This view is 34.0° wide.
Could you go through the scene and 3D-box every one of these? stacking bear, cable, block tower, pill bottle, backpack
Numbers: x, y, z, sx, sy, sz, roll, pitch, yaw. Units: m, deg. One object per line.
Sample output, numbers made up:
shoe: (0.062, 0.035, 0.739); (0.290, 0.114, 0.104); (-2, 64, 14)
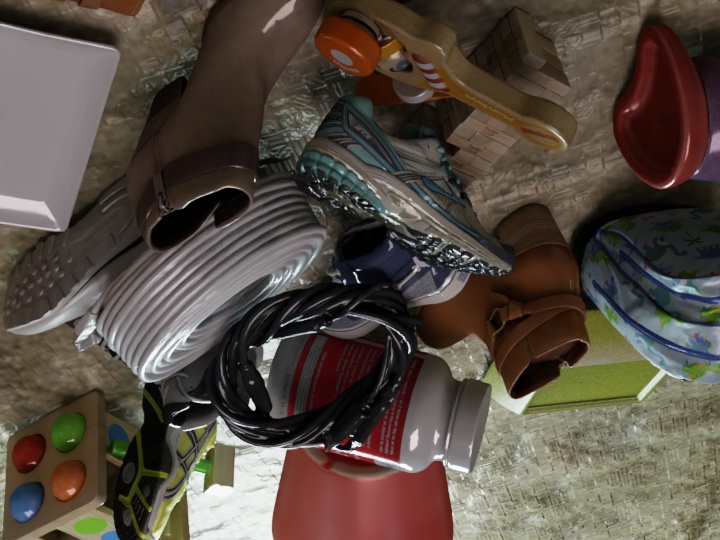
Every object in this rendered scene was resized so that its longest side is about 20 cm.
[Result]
stacking bear: (0.322, -0.129, 0.940); (0.198, 0.115, 0.122); (-7, 142, -13)
cable: (-0.038, 0.074, 0.992); (0.162, 0.051, 0.201); (20, 125, -17)
cable: (-0.117, 0.006, 0.943); (0.199, 0.069, 0.200); (-29, 168, -47)
block tower: (0.081, -0.112, 0.937); (0.057, 0.054, 0.200); (18, 133, -33)
pill bottle: (0.018, 0.124, 1.106); (0.198, 0.113, 0.113); (13, 144, 14)
backpack: (0.292, 0.017, 1.029); (0.161, 0.201, 0.155); (-2, 132, -10)

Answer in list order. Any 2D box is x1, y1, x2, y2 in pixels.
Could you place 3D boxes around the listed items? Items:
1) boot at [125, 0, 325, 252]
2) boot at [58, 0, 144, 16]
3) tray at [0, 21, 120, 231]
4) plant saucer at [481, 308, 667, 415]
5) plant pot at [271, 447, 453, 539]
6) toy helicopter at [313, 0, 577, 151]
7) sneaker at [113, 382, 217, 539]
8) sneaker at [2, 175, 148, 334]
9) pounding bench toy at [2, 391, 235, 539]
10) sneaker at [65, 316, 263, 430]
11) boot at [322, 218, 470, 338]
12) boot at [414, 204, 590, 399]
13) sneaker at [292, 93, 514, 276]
boot: (-0.091, -0.106, 0.828); (0.070, 0.147, 0.200); (28, 127, -36)
boot: (-0.218, -0.197, 0.758); (0.154, 0.077, 0.201); (14, 127, -33)
tray: (-0.255, -0.108, 0.886); (0.106, 0.022, 0.201); (9, 137, -22)
plant saucer: (0.237, 0.097, 1.197); (0.198, 0.048, 0.200); (-5, 156, -8)
plant pot: (0.003, 0.214, 1.222); (0.198, 0.202, 0.179); (-6, 133, -7)
toy helicopter: (0.061, -0.136, 0.841); (0.199, 0.079, 0.132); (29, 168, 3)
sneaker: (-0.174, 0.171, 1.116); (0.075, 0.202, 0.076); (2, 161, 47)
sneaker: (-0.218, 0.002, 0.988); (0.199, 0.077, 0.080); (-31, 145, 21)
pounding bench toy: (-0.244, 0.205, 1.187); (0.199, 0.125, 0.156); (-28, 138, 20)
sneaker: (-0.180, 0.077, 1.033); (0.198, 0.116, 0.075); (19, 130, -15)
boot: (0.000, 0.000, 1.018); (0.090, 0.073, 0.199); (26, 148, -30)
boot: (0.123, 0.054, 1.068); (0.073, 0.156, 0.200); (15, 135, -29)
sneaker: (0.050, -0.063, 0.888); (0.199, 0.087, 0.077); (30, 167, -28)
